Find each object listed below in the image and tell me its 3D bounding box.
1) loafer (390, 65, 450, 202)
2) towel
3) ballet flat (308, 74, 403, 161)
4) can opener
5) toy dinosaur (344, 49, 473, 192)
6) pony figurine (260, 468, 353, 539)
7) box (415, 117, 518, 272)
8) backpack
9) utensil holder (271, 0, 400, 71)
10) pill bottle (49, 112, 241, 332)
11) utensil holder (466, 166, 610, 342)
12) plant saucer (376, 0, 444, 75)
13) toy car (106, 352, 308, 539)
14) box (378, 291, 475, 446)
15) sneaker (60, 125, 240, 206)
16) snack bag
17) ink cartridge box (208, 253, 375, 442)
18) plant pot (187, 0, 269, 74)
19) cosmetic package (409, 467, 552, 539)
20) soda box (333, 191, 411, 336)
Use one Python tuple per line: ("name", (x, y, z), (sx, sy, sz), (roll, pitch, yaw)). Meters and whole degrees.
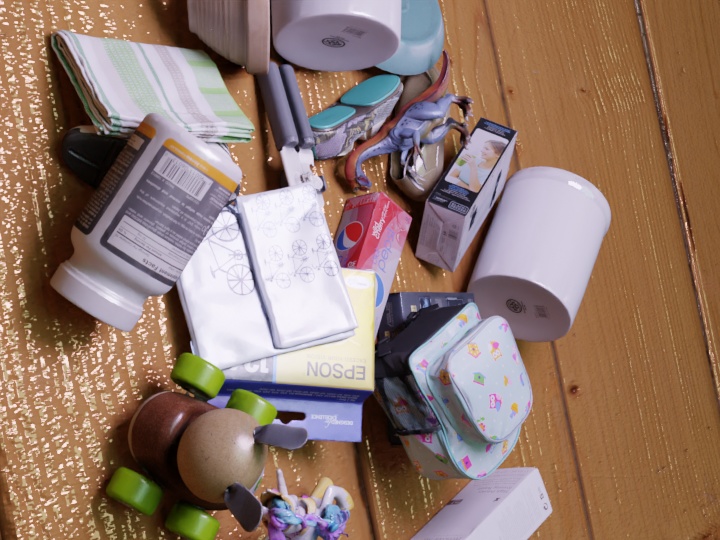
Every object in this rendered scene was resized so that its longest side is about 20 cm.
("loafer", (0.078, -0.198, 1.584), (0.067, 0.076, 0.201), (14, 70, -51))
("towel", (-0.221, -0.202, 1.246), (0.200, 0.031, 0.149), (-4, 54, -45))
("ballet flat", (-0.010, -0.196, 1.507), (0.200, 0.072, 0.072), (-40, 109, -45))
("can opener", (-0.091, -0.159, 1.411), (0.053, 0.066, 0.201), (1, 71, -47))
("toy dinosaur", (0.057, -0.176, 1.517), (0.181, 0.105, 0.200), (-11, 57, -11))
("pony figurine", (-0.073, 0.312, 1.240), (0.200, 0.166, 0.194), (27, 73, -68))
("box", (0.150, -0.108, 1.608), (0.200, 0.060, 0.117), (-56, 163, -38))
("backpack", (0.121, 0.158, 1.418), (0.176, 0.153, 0.201), (-39, 116, -46))
("utensil holder", (-0.031, -0.372, 1.429), (0.170, 0.170, 0.201), (15, 69, -44))
("pill bottle", (-0.216, -0.047, 1.148), (0.116, 0.116, 0.200), (34, 89, -37))
("utensil holder", (0.256, -0.021, 1.668), (0.170, 0.170, 0.200), (46, 53, -29))
("plant saucer", (0.041, -0.363, 1.573), (0.199, 0.036, 0.201), (16, 58, -27))
("toy car", (-0.128, 0.191, 1.145), (0.158, 0.200, 0.165), (39, 69, -33))
("box", (0.097, 0.129, 1.539), (0.157, 0.051, 0.201), (1, 80, -47))
("sneaker", (-0.232, -0.137, 1.256), (0.200, 0.076, 0.116), (14, 42, -31))
("snack bag", (-0.116, 0.005, 1.289), (0.199, 0.021, 0.189), (-13, 82, -24))
("ink cartridge box", (-0.079, 0.090, 1.317), (0.197, 0.047, 0.201), (6, 73, -24))
("plant pot", (-0.153, -0.328, 1.325), (0.092, 0.201, 0.202), (-1, 78, -6))
("cosmetic package", (0.158, 0.339, 1.516), (0.200, 0.101, 0.074), (-30, 101, -48))
("soda box", (0.000, 0.000, 1.459), (0.070, 0.063, 0.201), (39, 54, -34))
